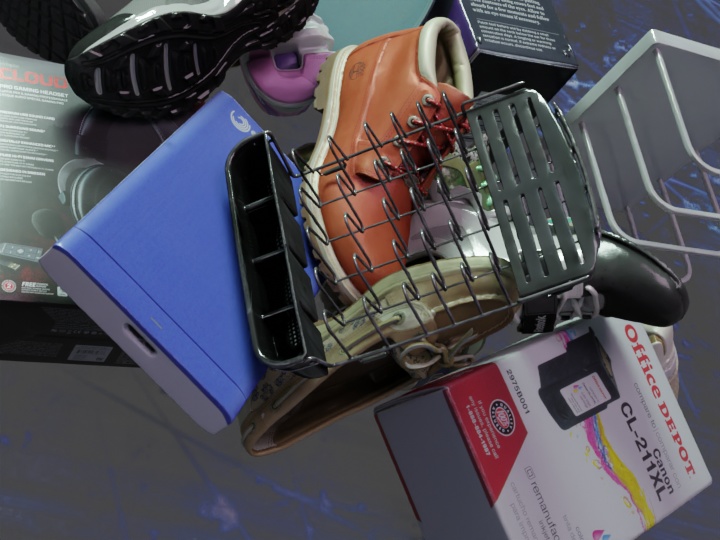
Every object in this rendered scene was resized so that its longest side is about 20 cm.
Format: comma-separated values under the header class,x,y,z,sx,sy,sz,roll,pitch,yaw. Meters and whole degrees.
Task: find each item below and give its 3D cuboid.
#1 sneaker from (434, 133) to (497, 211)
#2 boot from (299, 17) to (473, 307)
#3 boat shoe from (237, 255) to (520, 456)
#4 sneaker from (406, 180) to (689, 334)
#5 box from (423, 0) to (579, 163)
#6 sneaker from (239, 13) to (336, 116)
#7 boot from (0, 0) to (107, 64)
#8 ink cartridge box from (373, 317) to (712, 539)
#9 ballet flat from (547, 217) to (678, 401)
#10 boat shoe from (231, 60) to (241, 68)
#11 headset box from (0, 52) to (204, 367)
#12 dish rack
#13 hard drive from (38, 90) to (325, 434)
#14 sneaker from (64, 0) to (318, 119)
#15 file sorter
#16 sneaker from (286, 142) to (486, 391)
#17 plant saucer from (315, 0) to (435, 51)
class,x,y,z,sx,sy,sz,roll,pitch,yaw
sneaker,0.079,-0.060,0.821,0.089,0.077,0.200,-45,105,-2
boot,0.023,-0.073,0.704,0.075,0.107,0.201,29,55,-45
boat shoe,0.012,0.055,0.667,0.073,0.199,0.063,43,28,-44
sneaker,0.109,0.013,0.716,0.199,0.074,0.089,18,57,25
box,0.071,-0.202,0.906,0.104,0.148,0.201,2,56,-32
sneaker,-0.068,-0.202,0.824,0.080,0.088,0.201,-8,76,-8
boot,-0.213,-0.228,0.780,0.200,0.070,0.132,41,45,17
ink cartridge box,0.127,0.119,0.737,0.200,0.083,0.146,-20,84,-39
ballet flat,0.201,0.039,0.835,0.200,0.062,0.068,48,51,-20
boat shoe,-0.151,-0.244,0.855,0.072,0.066,0.202,-26,94,-61
headset box,-0.171,-0.044,0.692,0.148,0.077,0.201,7,57,-28
dish rack,0.030,-0.031,0.621,0.055,0.199,0.154,51,23,-59
hard drive,-0.085,-0.014,0.652,0.132,0.025,0.200,47,36,-12
sneaker,-0.114,-0.164,0.716,0.079,0.074,0.200,32,51,25
file sorter,0.238,-0.069,0.880,0.138,0.200,0.125,7,57,-27
sneaker,0.000,0.000,0.771,0.200,0.067,0.090,49,42,3
plant saucer,-0.014,-0.238,0.861,0.027,0.200,0.201,13,48,-56
